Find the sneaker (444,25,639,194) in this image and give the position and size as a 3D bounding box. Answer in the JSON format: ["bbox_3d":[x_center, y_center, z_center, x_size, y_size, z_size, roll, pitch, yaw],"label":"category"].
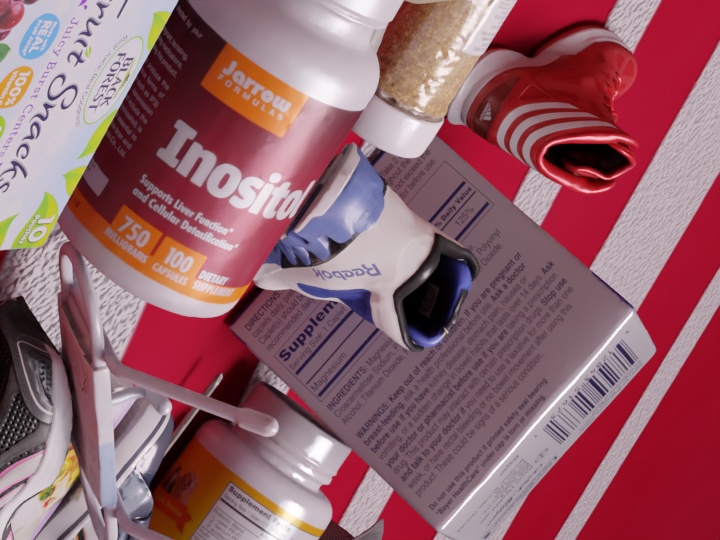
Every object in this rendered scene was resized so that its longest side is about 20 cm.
[{"bbox_3d":[0.149,-0.097,1.460,0.199,0.115,0.079,-20,145,-48],"label":"sneaker"}]

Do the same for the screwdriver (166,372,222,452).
[{"bbox_3d":[-0.147,0.142,1.432,0.201,0.028,0.029,-54,-173,11],"label":"screwdriver"}]

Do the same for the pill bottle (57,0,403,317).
[{"bbox_3d":[-0.063,-0.085,1.113,0.201,0.113,0.113,-56,155,18],"label":"pill bottle"}]

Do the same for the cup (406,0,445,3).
[{"bbox_3d":[0.050,-0.212,1.046,0.143,0.201,0.200,-37,162,22],"label":"cup"}]

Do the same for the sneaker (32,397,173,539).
[{"bbox_3d":[-0.163,0.164,1.347,0.200,0.079,0.079,-50,-165,17],"label":"sneaker"}]

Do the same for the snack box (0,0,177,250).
[{"bbox_3d":[-0.160,-0.100,0.994,0.142,0.053,0.201,-8,135,-58],"label":"snack box"}]

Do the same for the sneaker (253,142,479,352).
[{"bbox_3d":[0.000,0.000,1.262,0.081,0.115,0.199,-52,-172,-13],"label":"sneaker"}]

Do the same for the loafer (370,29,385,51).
[{"bbox_3d":[-0.045,-0.084,1.210,0.200,0.070,0.070,-50,163,25],"label":"loafer"}]

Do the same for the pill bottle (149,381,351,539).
[{"bbox_3d":[-0.093,0.178,1.463,0.201,0.109,0.109,-55,157,0],"label":"pill bottle"}]

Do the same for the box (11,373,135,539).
[{"bbox_3d":[-0.207,0.135,1.298,0.201,0.041,0.039,-52,155,12],"label":"box"}]

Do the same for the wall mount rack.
[{"bbox_3d":[-0.107,0.079,1.160,0.074,0.174,0.201,-15,132,-18],"label":"wall mount rack"}]

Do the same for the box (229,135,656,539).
[{"bbox_3d":[0.054,0.043,1.404,0.184,0.200,0.105,-48,158,1],"label":"box"}]

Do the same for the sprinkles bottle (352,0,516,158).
[{"bbox_3d":[0.057,-0.163,1.256,0.068,0.068,0.201,-4,131,-58],"label":"sprinkles bottle"}]

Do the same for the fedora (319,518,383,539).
[{"bbox_3d":[-0.072,0.217,1.597,0.176,0.090,0.200,-38,164,-16],"label":"fedora"}]

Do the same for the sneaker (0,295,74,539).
[{"bbox_3d":[-0.221,0.108,1.190,0.086,0.080,0.201,-6,128,-42],"label":"sneaker"}]
